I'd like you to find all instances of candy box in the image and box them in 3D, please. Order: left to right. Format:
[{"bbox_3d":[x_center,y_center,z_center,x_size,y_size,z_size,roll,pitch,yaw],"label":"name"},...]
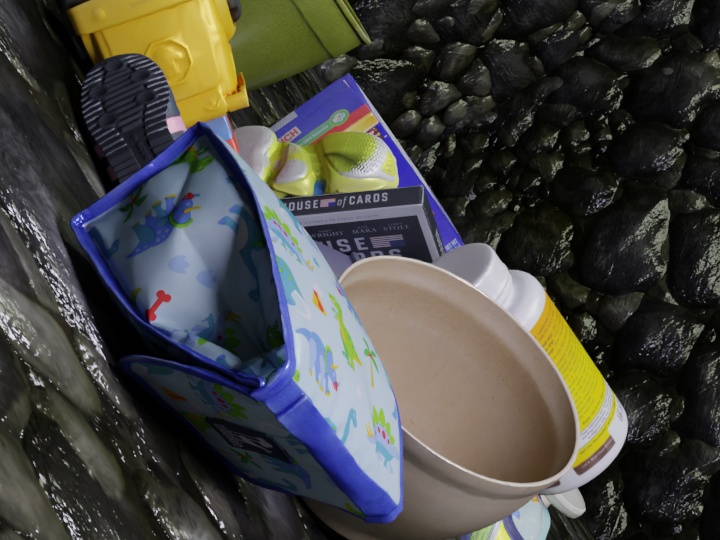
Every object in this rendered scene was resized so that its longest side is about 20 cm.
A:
[{"bbox_3d":[-0.023,-0.053,1.647,0.200,0.169,0.077,52,4,-41],"label":"candy box"}]

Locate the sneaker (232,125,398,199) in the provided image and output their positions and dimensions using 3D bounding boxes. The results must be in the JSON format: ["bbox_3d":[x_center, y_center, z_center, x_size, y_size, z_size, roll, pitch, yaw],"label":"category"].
[{"bbox_3d":[-0.055,-0.063,1.516,0.076,0.200,0.105,-62,143,-34],"label":"sneaker"}]

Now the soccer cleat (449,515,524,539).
[{"bbox_3d":[0.116,0.261,1.411,0.065,0.084,0.200,72,7,-79],"label":"soccer cleat"}]

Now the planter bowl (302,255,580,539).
[{"bbox_3d":[0.032,0.107,1.234,0.200,0.135,0.200,26,35,-19],"label":"planter bowl"}]

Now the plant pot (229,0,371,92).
[{"bbox_3d":[-0.123,-0.255,1.752,0.200,0.193,0.200,56,6,-9],"label":"plant pot"}]

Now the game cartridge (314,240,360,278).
[{"bbox_3d":[-0.048,0.006,1.399,0.200,0.038,0.130,24,19,-29],"label":"game cartridge"}]

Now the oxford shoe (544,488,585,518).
[{"bbox_3d":[0.148,0.125,1.544,0.200,0.058,0.075,60,7,-8],"label":"oxford shoe"}]

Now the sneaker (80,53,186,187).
[{"bbox_3d":[-0.148,-0.070,1.269,0.082,0.070,0.200,77,-8,-49],"label":"sneaker"}]

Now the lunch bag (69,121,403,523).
[{"bbox_3d":[-0.059,0.044,1.037,0.200,0.127,0.170,50,-1,41],"label":"lunch bag"}]

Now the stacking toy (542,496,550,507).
[{"bbox_3d":[0.098,0.186,1.778,0.200,0.146,0.146,41,2,12],"label":"stacking toy"}]

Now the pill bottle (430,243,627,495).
[{"bbox_3d":[0.122,0.077,1.427,0.200,0.109,0.109,54,7,-25],"label":"pill bottle"}]

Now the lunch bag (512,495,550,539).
[{"bbox_3d":[0.073,0.166,1.549,0.170,0.122,0.200,57,0,-19],"label":"lunch bag"}]

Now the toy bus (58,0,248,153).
[{"bbox_3d":[-0.148,-0.166,1.462,0.200,0.136,0.192,-111,-179,-75],"label":"toy bus"}]

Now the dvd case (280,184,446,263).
[{"bbox_3d":[0.000,0.000,1.520,0.200,0.150,0.025,67,21,-54],"label":"dvd case"}]

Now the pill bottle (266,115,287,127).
[{"bbox_3d":[-0.058,-0.086,1.814,0.112,0.112,0.200,56,6,-16],"label":"pill bottle"}]
